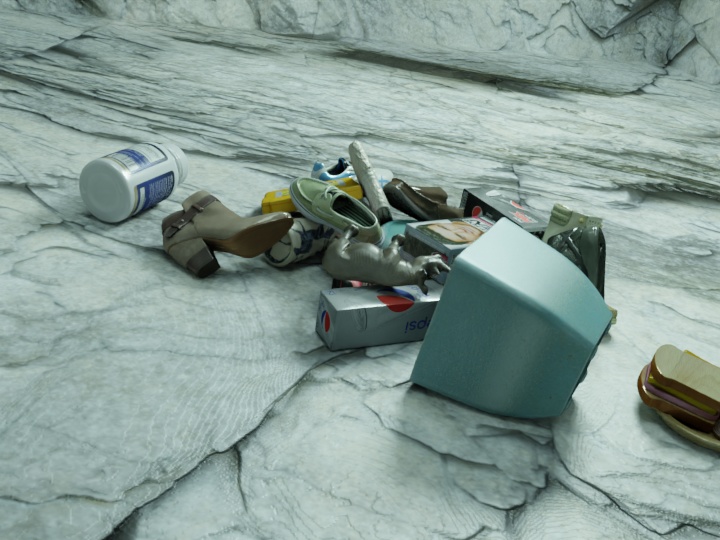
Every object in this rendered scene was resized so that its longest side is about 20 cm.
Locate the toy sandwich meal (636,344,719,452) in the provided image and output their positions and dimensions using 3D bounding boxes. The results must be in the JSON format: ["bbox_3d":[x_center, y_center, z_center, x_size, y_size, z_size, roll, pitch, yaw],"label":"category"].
[{"bbox_3d":[0.480,0.169,1.164,0.203,0.071,0.206,7,25,-3],"label":"toy sandwich meal"}]

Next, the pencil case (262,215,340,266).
[{"bbox_3d":[-0.082,-0.065,1.461,0.089,0.079,0.199,5,17,42],"label":"pencil case"}]

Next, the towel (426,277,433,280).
[{"bbox_3d":[0.162,-0.001,1.471,0.198,0.023,0.144,1,26,-16],"label":"towel"}]

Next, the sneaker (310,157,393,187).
[{"bbox_3d":[-0.012,-0.196,1.763,0.199,0.073,0.072,-8,28,-34],"label":"sneaker"}]

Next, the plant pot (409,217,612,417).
[{"bbox_3d":[0.215,0.078,1.139,0.199,0.197,0.196,27,30,18],"label":"plant pot"}]

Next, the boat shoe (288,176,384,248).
[{"bbox_3d":[-0.037,-0.105,1.385,0.199,0.062,0.072,34,61,26],"label":"boat shoe"}]

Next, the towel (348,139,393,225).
[{"bbox_3d":[0.019,-0.143,1.529,0.034,0.133,0.200,-24,-13,1],"label":"towel"}]

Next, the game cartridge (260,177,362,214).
[{"bbox_3d":[-0.089,-0.135,1.543,0.175,0.033,0.200,-11,9,-3],"label":"game cartridge"}]

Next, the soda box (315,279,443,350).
[{"bbox_3d":[0.038,0.062,1.246,0.198,0.069,0.063,-4,28,-26],"label":"soda box"}]

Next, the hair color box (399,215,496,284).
[{"bbox_3d":[0.166,-0.037,1.367,0.199,0.061,0.099,-9,31,-44],"label":"hair color box"}]

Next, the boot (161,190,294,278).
[{"bbox_3d":[-0.224,-0.077,1.380,0.199,0.071,0.147,-28,53,-11],"label":"boot"}]

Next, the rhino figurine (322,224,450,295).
[{"bbox_3d":[0.037,-0.010,1.245,0.198,0.060,0.088,11,39,14],"label":"rhino figurine"}]

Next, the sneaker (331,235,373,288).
[{"bbox_3d":[0.000,0.000,1.358,0.086,0.074,0.200,8,25,-6],"label":"sneaker"}]

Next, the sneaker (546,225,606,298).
[{"bbox_3d":[0.316,0.031,1.328,0.113,0.201,0.076,-5,-19,32],"label":"sneaker"}]

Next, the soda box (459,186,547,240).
[{"bbox_3d":[0.274,-0.097,1.660,0.070,0.064,0.200,-6,30,-29],"label":"soda box"}]

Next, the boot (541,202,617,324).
[{"bbox_3d":[0.360,-0.013,1.399,0.072,0.156,0.200,12,17,-40],"label":"boot"}]

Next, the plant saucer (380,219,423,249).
[{"bbox_3d":[0.115,-0.043,1.466,0.198,0.028,0.200,12,22,-5],"label":"plant saucer"}]

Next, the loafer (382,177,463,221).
[{"bbox_3d":[0.118,-0.126,1.564,0.073,0.071,0.199,22,-5,46],"label":"loafer"}]

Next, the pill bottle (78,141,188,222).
[{"bbox_3d":[-0.395,-0.166,1.528,0.110,0.112,0.200,17,26,18],"label":"pill bottle"}]
